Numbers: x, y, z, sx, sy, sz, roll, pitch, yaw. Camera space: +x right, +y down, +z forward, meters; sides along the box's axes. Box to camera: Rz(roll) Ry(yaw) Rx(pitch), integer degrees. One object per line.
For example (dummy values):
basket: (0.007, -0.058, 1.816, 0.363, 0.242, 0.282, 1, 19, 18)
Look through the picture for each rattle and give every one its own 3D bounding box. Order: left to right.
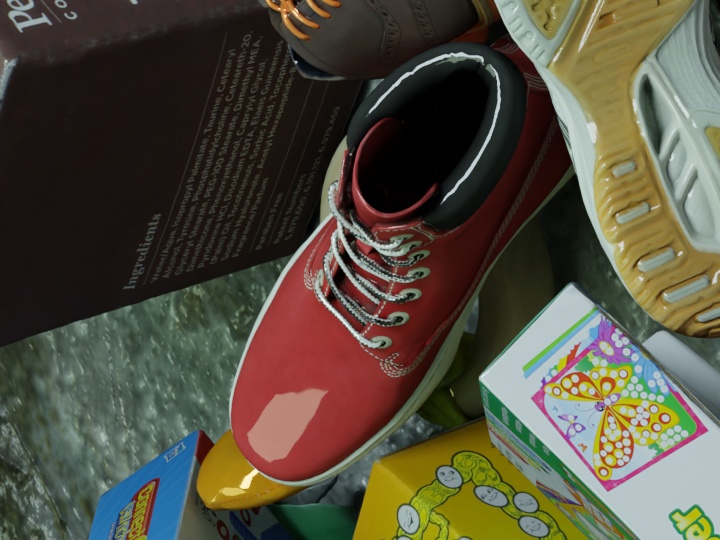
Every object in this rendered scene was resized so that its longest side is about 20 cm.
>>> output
rattle: (-0.001, -0.023, 1.085, 0.130, 0.143, 0.200, -120, 30, -44)

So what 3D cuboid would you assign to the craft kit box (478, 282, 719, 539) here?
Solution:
craft kit box: (0.121, 0.098, 0.877, 0.198, 0.049, 0.200, 42, 176, 9)

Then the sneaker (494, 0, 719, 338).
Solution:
sneaker: (0.083, -0.075, 0.928, 0.088, 0.076, 0.200, -102, -2, -86)

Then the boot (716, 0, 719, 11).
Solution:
boot: (0.163, -0.013, 0.936, 0.200, 0.075, 0.097, 55, 136, 17)

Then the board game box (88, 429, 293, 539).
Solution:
board game box: (-0.032, 0.185, 1.097, 0.056, 0.200, 0.196, -35, 106, 13)

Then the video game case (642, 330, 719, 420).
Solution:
video game case: (0.183, 0.118, 0.897, 0.200, 0.023, 0.182, 41, 175, 42)

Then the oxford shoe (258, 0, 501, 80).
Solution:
oxford shoe: (0.003, -0.098, 0.963, 0.200, 0.073, 0.071, 78, 166, -79)

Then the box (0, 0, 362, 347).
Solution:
box: (-0.122, -0.092, 1.148, 0.166, 0.200, 0.164, 47, 135, 27)

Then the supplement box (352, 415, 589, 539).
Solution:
supplement box: (0.095, 0.153, 1.055, 0.200, 0.110, 0.109, 41, 133, 33)

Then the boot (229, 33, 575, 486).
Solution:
boot: (0.000, 0.000, 0.983, 0.072, 0.144, 0.200, 40, 108, 12)

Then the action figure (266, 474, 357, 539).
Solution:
action figure: (-0.015, 0.184, 1.245, 0.118, 0.055, 0.200, 6, 115, 48)
